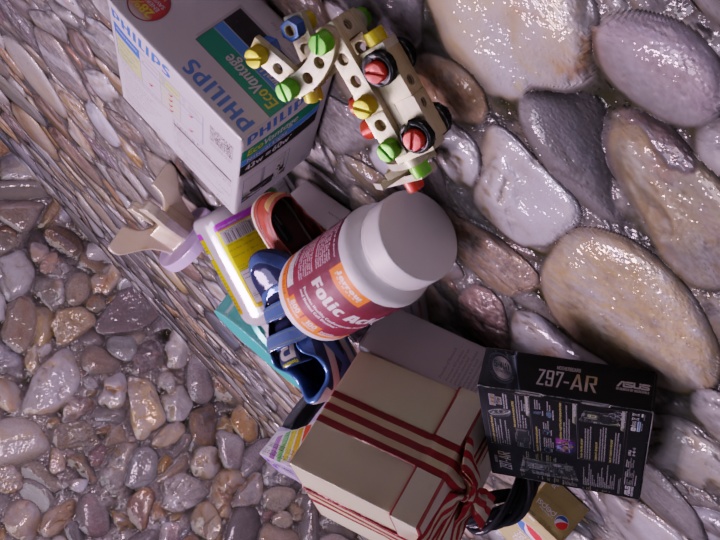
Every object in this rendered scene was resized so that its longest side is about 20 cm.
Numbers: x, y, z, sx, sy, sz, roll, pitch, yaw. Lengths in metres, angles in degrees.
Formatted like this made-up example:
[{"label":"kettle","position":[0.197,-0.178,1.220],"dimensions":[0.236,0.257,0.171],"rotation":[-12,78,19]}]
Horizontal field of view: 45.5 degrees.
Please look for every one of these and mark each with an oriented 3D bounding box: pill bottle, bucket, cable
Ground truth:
[{"label":"pill bottle","position":[0.005,-0.003,0.912],"dimensions":[0.114,0.114,0.200],"rotation":[49,143,-7]},{"label":"pill bottle","position":[-0.132,0.001,1.147],"dimensions":[0.200,0.104,0.104],"rotation":[63,159,-8]},{"label":"bucket","position":[-0.112,0.072,1.303],"dimensions":[0.207,0.135,0.207],"rotation":[39,167,10]},{"label":"cable","position":[0.130,0.234,1.072],"dimensions":[0.200,0.163,0.051],"rotation":[20,162,24]}]

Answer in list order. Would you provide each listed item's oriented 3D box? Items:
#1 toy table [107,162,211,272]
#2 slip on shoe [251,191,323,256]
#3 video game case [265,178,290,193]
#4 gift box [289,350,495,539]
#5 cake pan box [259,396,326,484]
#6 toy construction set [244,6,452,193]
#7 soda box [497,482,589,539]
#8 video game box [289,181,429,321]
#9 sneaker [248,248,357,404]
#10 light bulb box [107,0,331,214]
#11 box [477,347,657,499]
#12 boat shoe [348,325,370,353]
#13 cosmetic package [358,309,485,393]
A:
[{"label":"toy table","position":[-0.341,-0.082,1.502],"dimensions":[0.117,0.184,0.200],"rotation":[36,157,-22]},{"label":"slip on shoe","position":[-0.059,-0.010,1.037],"dimensions":[0.200,0.074,0.061],"rotation":[56,156,-9]},{"label":"video game case","position":[-0.145,-0.094,1.256],"dimensions":[0.200,0.022,0.182],"rotation":[30,155,41]},{"label":"gift box","position":[0.048,0.235,0.965],"dimensions":[0.187,0.200,0.185],"rotation":[19,155,26]},{"label":"cake pan box","position":[-0.035,0.208,1.177],"dimensions":[0.052,0.184,0.200],"rotation":[48,160,-18]},{"label":"toy construction set","position":[0.004,-0.140,0.737],"dimensions":[0.131,0.092,0.200],"rotation":[-17,125,42]},{"label":"soda box","position":[0.255,0.357,1.228],"dimensions":[0.068,0.064,0.200],"rotation":[42,160,14]},{"label":"video game box","position":[0.000,0.000,1.098],"dimensions":[0.200,0.047,0.182],"rotation":[36,155,30]},{"label":"sneaker","position":[-0.074,0.066,1.001],"dimensions":[0.074,0.082,0.200],"rotation":[-29,95,40]},{"label":"light bulb box","position":[-0.149,-0.196,0.904],"dimensions":[0.198,0.125,0.200],"rotation":[46,160,5]},{"label":"box","position":[0.206,0.158,0.861],"dimensions":[0.160,0.044,0.200],"rotation":[6,145,19]},{"label":"boat shoe","position":[0.033,0.103,1.199],"dimensions":[0.200,0.072,0.065],"rotation":[45,156,-4]},{"label":"cosmetic package","position":[0.102,0.127,1.018],"dimensions":[0.200,0.071,0.101],"rotation":[24,152,20]}]
